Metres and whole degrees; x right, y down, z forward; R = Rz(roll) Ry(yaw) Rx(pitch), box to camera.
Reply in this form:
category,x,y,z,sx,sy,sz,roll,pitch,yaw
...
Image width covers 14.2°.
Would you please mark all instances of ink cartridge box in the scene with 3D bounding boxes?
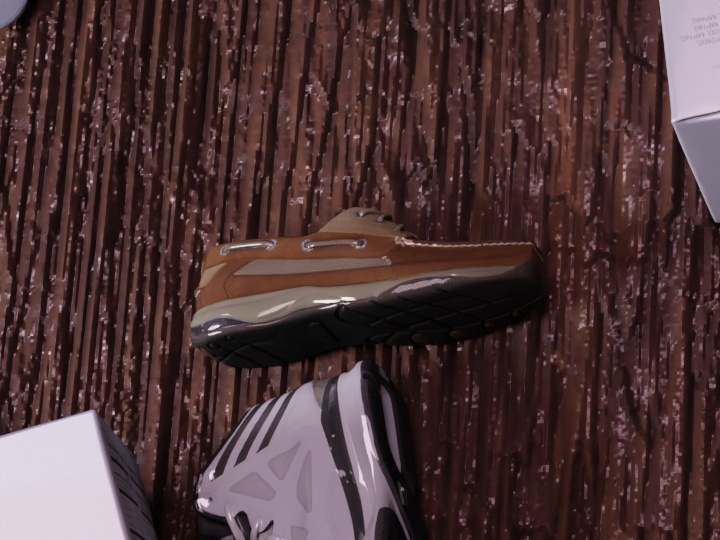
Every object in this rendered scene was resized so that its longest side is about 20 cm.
category,x,y,z,sx,sy,sz,roll,pitch,yaw
ink cartridge box,0.207,-0.146,1.533,0.085,0.148,0.200,-8,67,14

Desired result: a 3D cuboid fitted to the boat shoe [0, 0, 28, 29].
category,x,y,z,sx,sy,sz,roll,pitch,yaw
boat shoe,-0.289,-0.207,1.757,0.200,0.091,0.071,32,81,-2

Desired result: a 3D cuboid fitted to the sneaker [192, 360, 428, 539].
category,x,y,z,sx,sy,sz,roll,pitch,yaw
sneaker,-0.026,0.154,1.542,0.115,0.076,0.201,-18,57,19

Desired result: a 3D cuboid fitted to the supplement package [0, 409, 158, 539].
category,x,y,z,sx,sy,sz,roll,pitch,yaw
supplement package,-0.171,0.198,1.488,0.151,0.151,0.200,-16,76,0

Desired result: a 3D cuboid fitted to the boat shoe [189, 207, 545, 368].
category,x,y,z,sx,sy,sz,roll,pitch,yaw
boat shoe,0.000,0.000,1.583,0.200,0.076,0.074,-8,65,13
